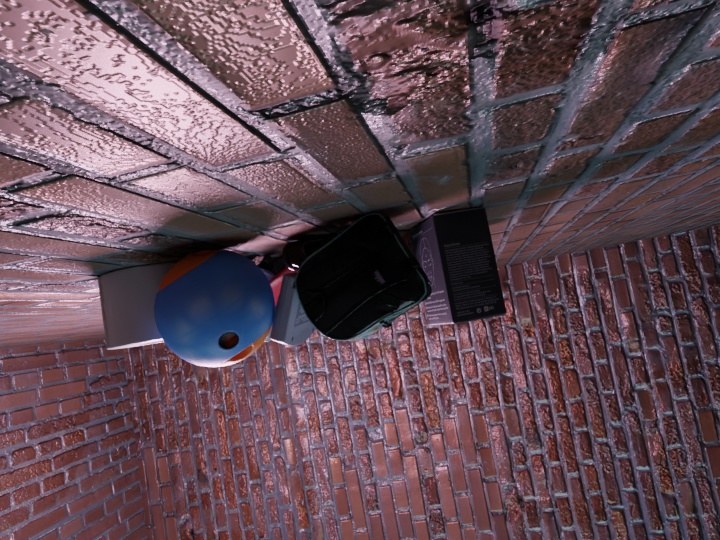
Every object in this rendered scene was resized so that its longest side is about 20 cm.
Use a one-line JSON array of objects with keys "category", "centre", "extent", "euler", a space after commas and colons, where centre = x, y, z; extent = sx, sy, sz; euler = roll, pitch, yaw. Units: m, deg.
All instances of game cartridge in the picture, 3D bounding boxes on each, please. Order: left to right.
[{"category": "game cartridge", "centre": [-0.111, 0.069, 0.988], "extent": [0.040, 0.134, 0.200], "euler": [10, -176, 13]}]

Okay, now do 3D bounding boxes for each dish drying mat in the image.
[{"category": "dish drying mat", "centre": [-0.193, 0.054, 1.084], "extent": [0.200, 0.018, 0.077], "euler": [-36, 152, 18]}]

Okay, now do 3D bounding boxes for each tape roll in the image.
[{"category": "tape roll", "centre": [-0.399, 0.071, 1.043], "extent": [0.202, 0.140, 0.203], "euler": [-10, 175, -1]}]

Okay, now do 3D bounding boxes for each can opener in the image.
[{"category": "can opener", "centre": [-0.219, 0.050, 1.143], "extent": [0.200, 0.053, 0.067], "euler": [-55, -177, 45]}]

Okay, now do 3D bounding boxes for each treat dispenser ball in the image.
[{"category": "treat dispenser ball", "centre": [-0.248, 0.064, 0.909], "extent": [0.200, 0.202, 0.201], "euler": [-10, 175, -1]}]

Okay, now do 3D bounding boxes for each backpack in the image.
[{"category": "backpack", "centre": [0.000, 0.023, 0.894], "extent": [0.200, 0.176, 0.153], "euler": [-33, 171, 2]}]

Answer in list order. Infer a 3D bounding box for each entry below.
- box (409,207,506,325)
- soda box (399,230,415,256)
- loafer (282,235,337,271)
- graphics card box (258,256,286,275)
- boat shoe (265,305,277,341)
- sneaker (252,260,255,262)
[{"category": "box", "centre": [0.181, -0.002, 1.013], "extent": [0.107, 0.201, 0.148], "euler": [-10, 175, -12]}, {"category": "soda box", "centre": [0.122, -0.050, 1.137], "extent": [0.199, 0.064, 0.068], "euler": [-7, 174, -37]}, {"category": "loafer", "centre": [-0.043, -0.029, 0.992], "extent": [0.199, 0.073, 0.071], "euler": [-6, 175, -33]}, {"category": "graphics card box", "centre": [-0.159, 0.000, 1.211], "extent": [0.125, 0.051, 0.200], "euler": [-6, 172, -39]}, {"category": "boat shoe", "centre": [-0.165, 0.105, 1.232], "extent": [0.072, 0.062, 0.200], "euler": [1, -144, 46]}, {"category": "sneaker", "centre": [-0.268, 0.026, 1.135], "extent": [0.070, 0.081, 0.200], "euler": [-5, 171, -28]}]
